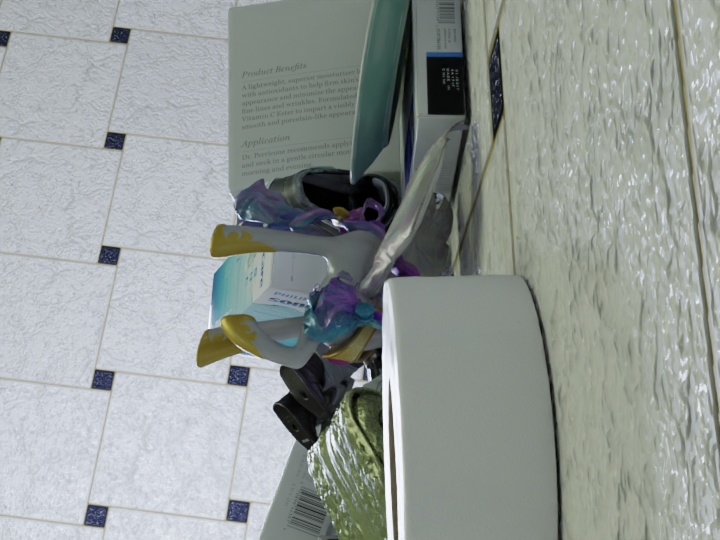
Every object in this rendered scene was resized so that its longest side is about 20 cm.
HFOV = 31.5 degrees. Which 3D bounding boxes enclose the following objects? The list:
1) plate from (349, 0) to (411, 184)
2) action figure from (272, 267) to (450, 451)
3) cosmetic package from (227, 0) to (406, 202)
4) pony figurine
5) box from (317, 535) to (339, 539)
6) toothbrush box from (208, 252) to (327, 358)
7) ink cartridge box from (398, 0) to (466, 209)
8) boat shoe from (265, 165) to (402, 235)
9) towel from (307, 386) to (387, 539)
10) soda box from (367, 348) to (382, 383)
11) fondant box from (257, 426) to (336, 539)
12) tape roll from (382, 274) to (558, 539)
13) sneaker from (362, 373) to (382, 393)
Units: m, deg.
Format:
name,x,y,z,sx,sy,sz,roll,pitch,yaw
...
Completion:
name,x,y,z,sx,sy,sz,roll,pitch,yaw
plate,0.020,-0.161,0.948,0.200,0.025,0.202,10,-90,-88
action figure,0.009,0.052,1.036,0.200,0.069,0.130,-46,-3,-34
cosmetic package,-0.029,-0.136,1.215,0.165,0.164,0.201,66,-159,-64
pony figurine,0.000,0.000,0.879,0.167,0.199,0.194,75,-152,-66
box,0.023,0.264,1.065,0.200,0.116,0.061,88,-178,-71
toothbrush box,-0.048,0.021,1.207,0.200,0.146,0.086,139,138,-61
ink cartridge box,0.052,-0.114,0.962,0.200,0.039,0.100,96,173,-70
boat shoe,0.005,-0.049,1.060,0.068,0.199,0.072,-25,64,40
towel,0.025,0.191,0.902,0.201,0.036,0.149,62,154,18
soda box,0.038,0.092,1.269,0.201,0.063,0.071,-94,3,-48
fondant box,-0.040,0.212,1.191,0.200,0.058,0.145,85,-155,-76
tape roll,0.050,0.102,0.650,0.202,0.070,0.204,178,90,-89
sneaker,0.031,0.109,1.093,0.200,0.087,0.075,-87,-12,-86
